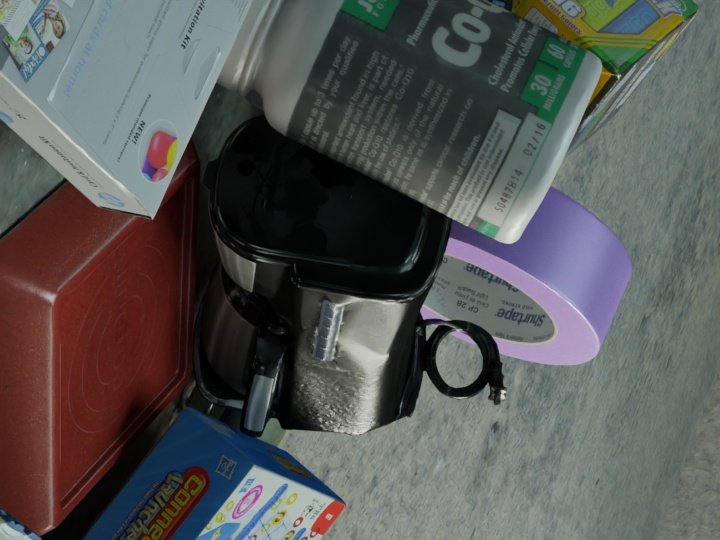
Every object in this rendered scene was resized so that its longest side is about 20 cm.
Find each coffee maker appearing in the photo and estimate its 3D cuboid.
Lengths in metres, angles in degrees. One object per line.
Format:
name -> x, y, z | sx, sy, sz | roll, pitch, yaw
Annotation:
coffee maker -> 0.000, 0.000, 1.373 | 0.200, 0.191, 0.136 | 106, -28, -62

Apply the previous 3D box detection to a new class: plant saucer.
plant saucer -> -0.143, 0.034, 1.295 | 0.200, 0.036, 0.201 | -48, 150, -49

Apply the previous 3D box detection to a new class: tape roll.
tape roll -> 0.087, -0.009, 1.650 | 0.066, 0.199, 0.200 | -65, 160, -19

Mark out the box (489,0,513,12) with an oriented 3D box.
box -> 0.057, -0.138, 1.465 | 0.200, 0.049, 0.160 | -77, -177, -56

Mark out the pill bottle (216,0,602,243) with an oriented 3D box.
pill bottle -> 0.018, -0.106, 1.250 | 0.114, 0.199, 0.113 | -64, 180, 0

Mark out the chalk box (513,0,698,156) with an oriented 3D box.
chalk box -> 0.143, -0.168, 1.651 | 0.125, 0.124, 0.200 | -52, 173, 35

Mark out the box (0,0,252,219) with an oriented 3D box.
box -> -0.127, -0.139, 1.086 | 0.200, 0.041, 0.157 | 44, 63, -52

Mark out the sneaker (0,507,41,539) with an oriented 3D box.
sneaker -> -0.201, 0.172, 1.204 | 0.085, 0.077, 0.200 | -53, 151, -21

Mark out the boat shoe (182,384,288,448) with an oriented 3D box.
boat shoe -> -0.078, 0.088, 1.486 | 0.200, 0.062, 0.071 | -53, 163, -8

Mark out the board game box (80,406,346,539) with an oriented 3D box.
board game box -> -0.113, 0.188, 1.402 | 0.196, 0.056, 0.200 | -52, 160, 1

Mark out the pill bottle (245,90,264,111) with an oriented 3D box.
pill bottle -> -0.008, -0.188, 1.346 | 0.112, 0.112, 0.201 | -30, 136, -63
